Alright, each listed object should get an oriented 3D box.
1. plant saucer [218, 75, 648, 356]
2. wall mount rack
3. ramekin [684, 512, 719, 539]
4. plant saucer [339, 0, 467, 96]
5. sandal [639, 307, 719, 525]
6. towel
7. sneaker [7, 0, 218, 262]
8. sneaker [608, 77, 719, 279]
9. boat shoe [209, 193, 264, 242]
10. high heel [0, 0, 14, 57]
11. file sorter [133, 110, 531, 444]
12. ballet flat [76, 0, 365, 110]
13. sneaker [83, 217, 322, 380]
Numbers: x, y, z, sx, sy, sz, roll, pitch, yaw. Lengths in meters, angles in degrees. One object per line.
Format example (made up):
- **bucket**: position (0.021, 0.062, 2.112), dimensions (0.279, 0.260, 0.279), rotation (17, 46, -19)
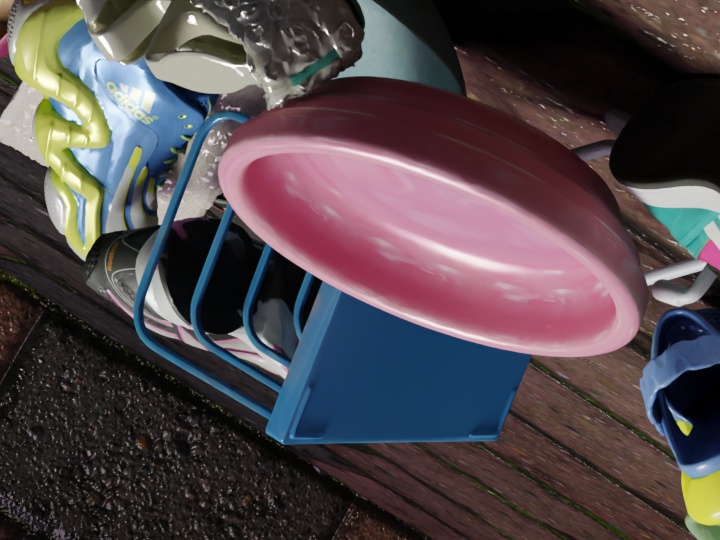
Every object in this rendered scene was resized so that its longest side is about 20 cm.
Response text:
- **plant saucer**: position (0.037, -0.027, 1.258), dimensions (0.200, 0.051, 0.201), rotation (20, 162, 7)
- **wall mount rack**: position (0.143, -0.008, 1.357), dimensions (0.200, 0.075, 0.174), rotation (39, 176, -42)
- **ramekin**: position (0.300, 0.152, 1.661), dimensions (0.199, 0.098, 0.200), rotation (29, 171, 5)
- **plant saucer**: position (-0.030, -0.139, 1.292), dimensions (0.200, 0.039, 0.201), rotation (29, 170, 5)
- **sandal**: position (0.183, 0.054, 1.483), dimensions (0.087, 0.079, 0.200), rotation (60, -172, -14)
- **towel**: position (-0.118, -0.093, 1.575), dimensions (0.132, 0.035, 0.200), rotation (32, 143, -8)
- **sneaker**: position (-0.118, -0.070, 1.514), dimensions (0.104, 0.076, 0.200), rotation (3, 140, 19)
- **sneaker**: position (0.191, -0.010, 1.149), dimensions (0.121, 0.084, 0.200), rotation (39, 176, -25)
- **boat shoe**: position (-0.068, -0.061, 1.695), dimensions (0.201, 0.074, 0.063), rotation (43, -174, -43)
- **high heel**: position (-0.193, -0.157, 1.515), dimensions (0.067, 0.096, 0.200), rotation (29, 171, 2)
- **file sorter**: position (0.000, 0.000, 1.465), dimensions (0.122, 0.139, 0.200), rotation (30, -166, 32)
- **ballet flat**: position (-0.083, -0.116, 1.247), dimensions (0.200, 0.072, 0.072), rotation (21, 167, 45)
- **sneaker**: position (-0.075, 0.011, 1.562), dimensions (0.086, 0.081, 0.200), rotation (7, 164, 36)
